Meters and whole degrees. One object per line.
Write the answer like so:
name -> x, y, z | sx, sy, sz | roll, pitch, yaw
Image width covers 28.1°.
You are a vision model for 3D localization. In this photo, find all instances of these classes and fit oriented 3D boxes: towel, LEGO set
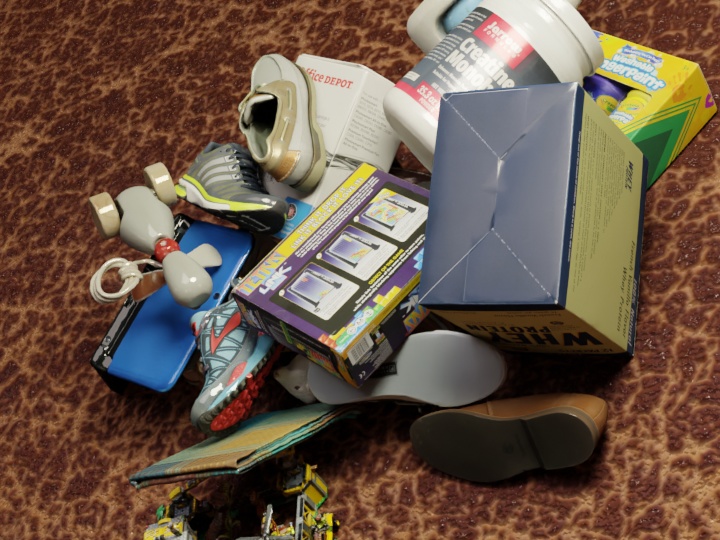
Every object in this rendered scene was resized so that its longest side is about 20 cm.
towel -> -0.108, 0.169, 1.395 | 0.146, 0.022, 0.200 | -14, 4, 36
LEGO set -> -0.131, 0.239, 1.375 | 0.199, 0.116, 0.154 | -13, 46, 25

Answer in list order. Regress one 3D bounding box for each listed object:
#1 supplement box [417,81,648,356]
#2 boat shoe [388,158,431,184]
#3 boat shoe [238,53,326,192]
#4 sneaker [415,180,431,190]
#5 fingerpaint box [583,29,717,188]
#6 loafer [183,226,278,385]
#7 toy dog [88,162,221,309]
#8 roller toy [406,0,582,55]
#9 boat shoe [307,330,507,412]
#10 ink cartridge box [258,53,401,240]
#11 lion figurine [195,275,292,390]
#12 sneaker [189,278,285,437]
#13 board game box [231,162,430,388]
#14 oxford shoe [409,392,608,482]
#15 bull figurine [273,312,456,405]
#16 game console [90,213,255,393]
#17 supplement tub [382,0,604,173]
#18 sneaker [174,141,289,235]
supplement box -> 0.163, -0.039, 1.313 | 0.133, 0.200, 0.201 | 0, 75, 30
boat shoe -> 0.013, -0.101, 1.624 | 0.199, 0.070, 0.071 | 3, 60, 38
boat shoe -> -0.090, -0.170, 1.525 | 0.075, 0.068, 0.201 | -50, 38, 26
sneaker -> 0.059, -0.040, 1.541 | 0.200, 0.086, 0.081 | -3, 73, 58
fingerpaint box -> 0.243, -0.163, 1.518 | 0.167, 0.073, 0.200 | -46, 41, -11
loafer -> -0.158, 0.033, 1.628 | 0.072, 0.063, 0.201 | 5, 55, 39
toy dog -> -0.216, -0.019, 1.527 | 0.131, 0.097, 0.201 | -11, 49, -1
roller toy -> 0.148, -0.298, 1.609 | 0.200, 0.140, 0.182 | -47, 4, -17
boat shoe -> 0.051, 0.100, 1.380 | 0.198, 0.068, 0.074 | -11, 82, 23
ink cartridge box -> -0.040, -0.122, 1.566 | 0.146, 0.084, 0.201 | 23, 90, 54
lion figurine -> -0.084, 0.065, 1.543 | 0.199, 0.073, 0.123 | -12, 57, 20
sneaker -> -0.136, 0.084, 1.449 | 0.095, 0.080, 0.200 | 21, 44, 8
board game box -> 0.000, 0.000, 1.393 | 0.200, 0.057, 0.165 | -45, 44, -20
oxford shoe -> 0.138, 0.148, 1.325 | 0.199, 0.072, 0.071 | -7, 18, 34
bull figurine -> 0.004, 0.065, 1.463 | 0.199, 0.065, 0.122 | -11, 91, 16
game console -> -0.199, 0.051, 1.599 | 0.118, 0.171, 0.201 | 26, 73, 12
supplement tub -> 0.134, -0.187, 1.455 | 0.200, 0.140, 0.140 | -44, 41, -2
sneaker -> -0.136, -0.094, 1.546 | 0.200, 0.074, 0.081 | 23, 88, 52
